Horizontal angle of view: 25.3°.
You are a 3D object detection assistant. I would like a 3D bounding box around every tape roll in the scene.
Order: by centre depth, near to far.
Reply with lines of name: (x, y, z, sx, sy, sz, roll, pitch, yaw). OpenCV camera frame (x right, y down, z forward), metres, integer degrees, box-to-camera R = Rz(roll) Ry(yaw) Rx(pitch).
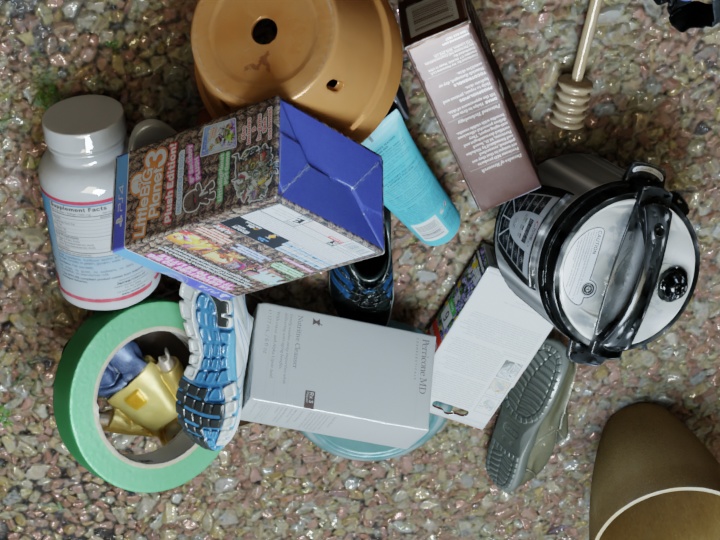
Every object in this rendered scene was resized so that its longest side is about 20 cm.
tape roll: (-0.222, 0.130, 1.684, 0.198, 0.048, 0.203, -6, 100, -34)

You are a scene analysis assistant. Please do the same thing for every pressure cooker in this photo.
pressure cooker: (0.242, -0.018, 1.605, 0.177, 0.200, 0.177, -30, 116, -7)

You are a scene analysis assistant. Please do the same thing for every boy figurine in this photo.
boy figurine: (-0.240, 0.140, 1.749, 0.124, 0.065, 0.200, -34, 117, 11)

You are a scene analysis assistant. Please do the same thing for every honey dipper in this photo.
honey dipper: (0.223, -0.237, 1.581, 0.037, 0.038, 0.202, 5, 120, -7)

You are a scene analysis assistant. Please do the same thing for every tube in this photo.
tube: (0.044, -0.087, 1.607, 0.077, 0.050, 0.200, -44, 147, 0)

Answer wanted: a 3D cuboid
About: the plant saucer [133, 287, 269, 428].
plant saucer: (-0.166, 0.091, 1.776, 0.197, 0.032, 0.202, -1, 124, -2)

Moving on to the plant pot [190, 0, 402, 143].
plant pot: (-0.069, -0.205, 1.462, 0.197, 0.140, 0.203, -1, 85, 12)

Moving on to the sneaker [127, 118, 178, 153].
sneaker: (-0.185, -0.099, 1.597, 0.070, 0.100, 0.201, -24, 139, 4)

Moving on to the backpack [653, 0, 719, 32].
backpack: (0.348, -0.312, 1.443, 0.198, 0.191, 0.155, -23, 106, 12)

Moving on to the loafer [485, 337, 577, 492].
loafer: (0.202, 0.160, 1.831, 0.069, 0.075, 0.202, -7, 130, -38)

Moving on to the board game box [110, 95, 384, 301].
board game box: (-0.101, -0.060, 1.459, 0.198, 0.098, 0.159, -16, 154, 33)

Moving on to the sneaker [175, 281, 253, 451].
sneaker: (-0.141, 0.088, 1.667, 0.074, 0.087, 0.203, 13, 109, 22)

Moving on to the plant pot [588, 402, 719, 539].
plant pot: (0.334, 0.250, 1.810, 0.184, 0.201, 0.188, -2, 123, -2)

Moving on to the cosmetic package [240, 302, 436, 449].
cosmetic package: (-0.025, 0.114, 1.705, 0.197, 0.114, 0.081, 9, 157, -12)

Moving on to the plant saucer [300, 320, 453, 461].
plant saucer: (0.013, 0.145, 1.826, 0.197, 0.028, 0.202, -1, 123, -2)

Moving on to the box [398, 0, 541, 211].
box: (0.108, -0.171, 1.576, 0.074, 0.101, 0.201, -20, 123, 10)

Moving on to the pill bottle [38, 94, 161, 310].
pill bottle: (-0.265, -0.069, 1.617, 0.107, 0.109, 0.202, -4, 124, -1)

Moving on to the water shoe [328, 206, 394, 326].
water shoe: (0.000, 0.000, 1.696, 0.070, 0.079, 0.202, -4, 124, 0)

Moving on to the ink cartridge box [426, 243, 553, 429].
ink cartridge box: (0.135, 0.075, 1.768, 0.108, 0.051, 0.201, 19, 120, -20)

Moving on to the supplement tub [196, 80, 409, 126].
supplement tub: (-0.055, -0.145, 1.580, 0.198, 0.107, 0.108, -21, 123, 11)
